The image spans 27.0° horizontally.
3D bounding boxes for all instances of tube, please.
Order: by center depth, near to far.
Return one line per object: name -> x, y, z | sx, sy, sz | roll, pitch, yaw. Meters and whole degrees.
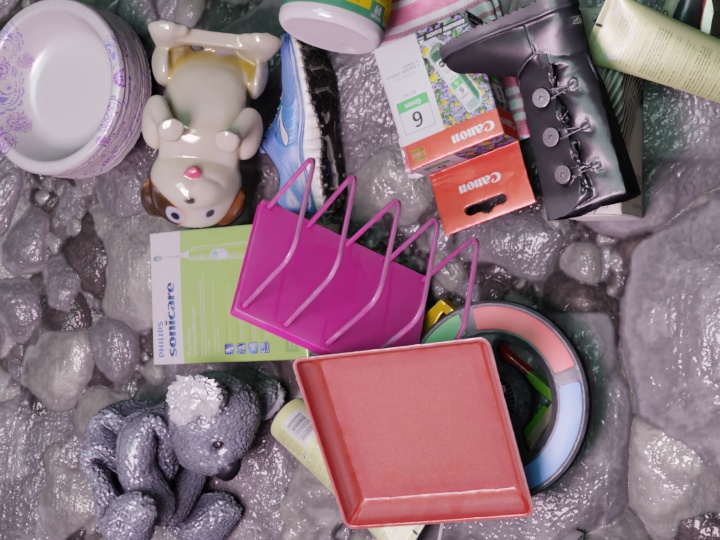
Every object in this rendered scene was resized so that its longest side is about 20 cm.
tube -> 0.308, -0.193, 1.381 | 0.199, 0.052, 0.058 | 19, 82, -2
tube -> -0.010, 0.213, 1.563 | 0.052, 0.058, 0.200 | -37, 58, -26

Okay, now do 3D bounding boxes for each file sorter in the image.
file sorter -> 0.000, 0.000, 1.458 | 0.125, 0.199, 0.139 | -43, 28, 48

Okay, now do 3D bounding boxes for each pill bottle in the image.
pill bottle -> -0.009, -0.337, 1.555 | 0.112, 0.113, 0.201 | 10, 80, 27

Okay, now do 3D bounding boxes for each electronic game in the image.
electronic game -> 0.134, 0.130, 1.489 | 0.199, 0.042, 0.201 | -1, 88, 27

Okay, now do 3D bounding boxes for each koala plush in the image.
koala plush -> -0.185, 0.178, 1.609 | 0.200, 0.177, 0.184 | -42, 61, 24

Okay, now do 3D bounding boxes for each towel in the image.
towel -> 0.088, -0.209, 1.555 | 0.146, 0.030, 0.201 | -19, 80, 25

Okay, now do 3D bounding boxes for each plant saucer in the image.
plant saucer -> 0.055, 0.153, 1.449 | 0.199, 0.037, 0.201 | -8, 115, 20

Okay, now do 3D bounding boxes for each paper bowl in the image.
paper bowl -> -0.328, -0.206, 1.728 | 0.200, 0.104, 0.202 | -1, 87, 28

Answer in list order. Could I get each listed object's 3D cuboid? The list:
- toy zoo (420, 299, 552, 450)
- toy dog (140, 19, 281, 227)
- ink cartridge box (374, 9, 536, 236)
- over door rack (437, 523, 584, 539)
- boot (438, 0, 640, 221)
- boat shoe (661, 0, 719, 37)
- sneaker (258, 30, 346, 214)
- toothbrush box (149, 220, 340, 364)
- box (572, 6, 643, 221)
toy zoo -> 0.101, 0.122, 1.541 | 0.200, 0.020, 0.131 | 40, 106, 22
toy dog -> -0.176, -0.145, 1.593 | 0.139, 0.194, 0.201 | 8, 82, -16
ink cartridge box -> 0.095, -0.147, 1.506 | 0.109, 0.050, 0.201 | -21, 78, 22
over door rack -> 0.122, 0.335, 1.498 | 0.147, 0.067, 0.201 | 17, 96, 26
boot -> 0.165, -0.142, 1.412 | 0.165, 0.065, 0.201 | -18, 91, 47
boat shoe -> 0.316, -0.287, 1.419 | 0.062, 0.071, 0.201 | 12, 100, 23
sneaker -> -0.075, -0.159, 1.610 | 0.089, 0.078, 0.201 | -6, 86, 24
toothbrush box -> -0.124, 0.026, 1.625 | 0.199, 0.086, 0.146 | -5, 86, 26
box -> 0.233, -0.150, 1.451 | 0.068, 0.082, 0.201 | -1, 89, 26
